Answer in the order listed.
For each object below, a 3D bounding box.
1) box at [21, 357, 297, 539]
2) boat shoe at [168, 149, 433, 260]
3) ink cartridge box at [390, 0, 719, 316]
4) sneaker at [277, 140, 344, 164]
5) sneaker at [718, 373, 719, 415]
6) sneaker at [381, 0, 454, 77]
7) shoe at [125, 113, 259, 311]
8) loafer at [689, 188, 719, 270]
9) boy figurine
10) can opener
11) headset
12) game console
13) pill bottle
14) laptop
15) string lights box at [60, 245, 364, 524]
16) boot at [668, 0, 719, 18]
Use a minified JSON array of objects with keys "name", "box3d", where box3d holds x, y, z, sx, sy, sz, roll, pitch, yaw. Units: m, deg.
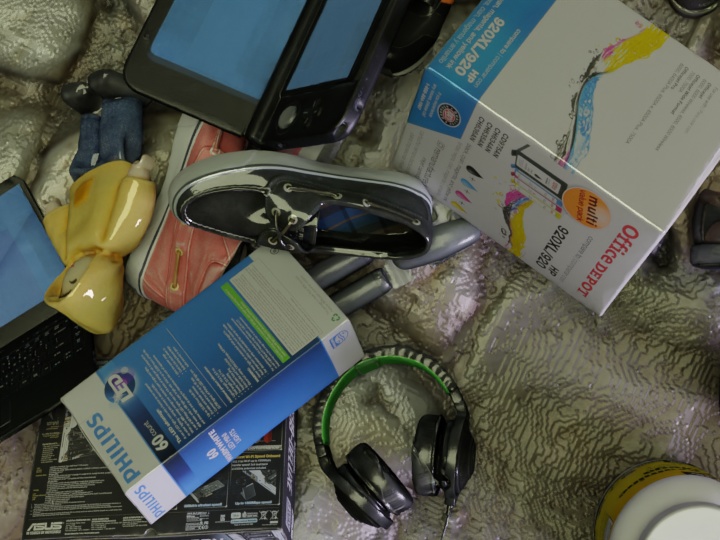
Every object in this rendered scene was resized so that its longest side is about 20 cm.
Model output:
[{"name":"box","box3d":[-0.149,0.142,1.052,0.198,0.050,0.159,-4,53,5]},{"name":"boat shoe","box3d":[-0.040,-0.043,1.003,0.198,0.057,0.069,2,131,-11]},{"name":"ink cartridge box","box3d":[0.151,-0.100,1.003,0.199,0.148,0.145,36,65,7]},{"name":"sneaker","box3d":[-0.051,-0.144,1.079,0.104,0.075,0.202,27,79,4]},{"name":"sneaker","box3d":[0.311,0.038,1.003,0.079,0.074,0.202,11,125,7]},{"name":"sneaker","box3d":[0.055,-0.240,1.037,0.070,0.090,0.201,30,64,2]},{"name":"shoe","box3d":[-0.106,-0.057,1.076,0.090,0.071,0.202,26,95,24]},{"name":"loafer","box3d":[0.352,-0.031,1.043,0.198,0.072,0.064,1,83,8]},{"name":"boy figurine","box3d":[-0.209,-0.049,1.071,0.123,0.064,0.202,-11,65,38]},{"name":"can opener","box3d":[0.000,0.000,1.079,0.199,0.066,0.053,-30,86,8]},{"name":"headset","box3d":[0.035,0.154,1.049,0.122,0.094,0.202,-23,74,4]},{"name":"game console","box3d":[-0.055,-0.200,0.995,0.116,0.175,0.202,31,74,-29]},{"name":"pill bottle","box3d":[0.228,0.198,0.975,0.111,0.200,0.114,0,87,5]},{"name":"laptop","box3d":[-0.311,0.047,1.082,0.176,0.200,0.104,-31,121,4]},{"name":"string lights box","box3d":[-0.108,0.078,1.009,0.199,0.059,0.103,-37,57,-9]},{"name":"boot","box3d":[0.242,-0.279,0.997,0.072,0.200,0.183,-25,85,6]}]
